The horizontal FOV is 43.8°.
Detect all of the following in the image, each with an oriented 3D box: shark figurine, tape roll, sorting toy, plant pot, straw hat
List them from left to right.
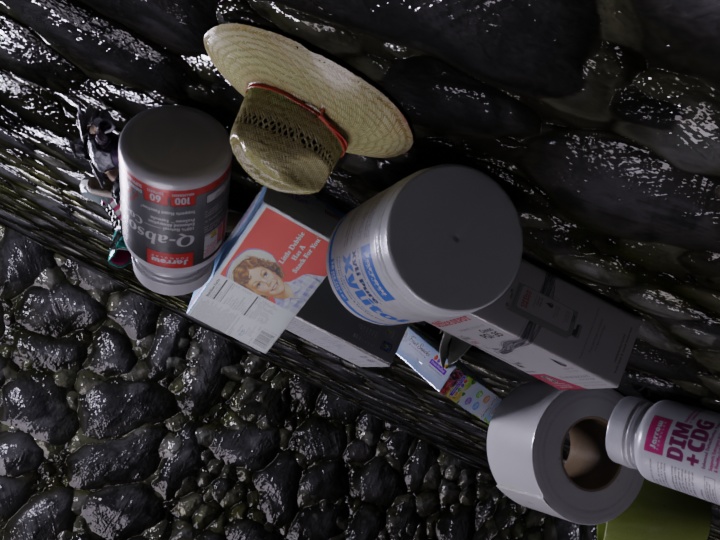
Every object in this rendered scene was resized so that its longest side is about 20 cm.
[{"bbox_3d":[-0.244,-0.080,1.219,0.199,0.037,0.185,18,-174,33],"label":"sorting toy"},{"bbox_3d":[-0.062,-0.114,0.763,0.200,0.086,0.201,23,167,6],"label":"straw hat"},{"bbox_3d":[0.137,0.092,1.224,0.128,0.090,0.214,31,164,-20],"label":"shark figurine"},{"bbox_3d":[0.309,0.268,1.347,0.202,0.204,0.139,28,166,-17],"label":"tape roll"},{"bbox_3d":[0.584,0.474,1.779,0.198,0.189,0.187,6,164,10],"label":"plant pot"}]

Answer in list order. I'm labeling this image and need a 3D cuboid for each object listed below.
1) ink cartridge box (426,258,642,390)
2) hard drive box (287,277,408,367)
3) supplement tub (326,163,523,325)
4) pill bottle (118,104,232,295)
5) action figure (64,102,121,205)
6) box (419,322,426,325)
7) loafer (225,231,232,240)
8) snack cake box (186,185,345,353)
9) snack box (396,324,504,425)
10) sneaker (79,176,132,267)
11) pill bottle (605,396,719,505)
[{"bbox_3d":[0.180,0.053,0.988,0.199,0.083,0.146,26,167,-8],"label":"ink cartridge box"},{"bbox_3d":[-0.050,0.058,1.247,0.199,0.077,0.156,28,167,-11],"label":"hard drive box"},{"bbox_3d":[0.052,-0.017,0.840,0.131,0.133,0.200,27,167,-12],"label":"supplement tub"},{"bbox_3d":[-0.201,-0.069,0.973,0.115,0.116,0.201,23,141,7],"label":"pill bottle"},{"bbox_3d":[-0.278,-0.137,1.088,0.198,0.070,0.131,11,145,18],"label":"action figure"},{"bbox_3d":[0.000,0.000,1.198,0.159,0.045,0.200,19,166,27],"label":"box"},{"bbox_3d":[-0.186,-0.021,1.183,0.071,0.064,0.200,8,-179,29],"label":"loafer"},{"bbox_3d":[-0.110,-0.005,1.073,0.115,0.067,0.200,30,123,-16],"label":"snack cake box"},{"bbox_3d":[0.126,0.155,1.439,0.142,0.053,0.200,34,-177,-38],"label":"snack box"},{"bbox_3d":[-0.393,-0.070,1.466,0.199,0.121,0.084,21,167,16],"label":"sneaker"},{"bbox_3d":[0.436,0.237,1.184,0.199,0.114,0.113,12,162,44],"label":"pill bottle"}]
